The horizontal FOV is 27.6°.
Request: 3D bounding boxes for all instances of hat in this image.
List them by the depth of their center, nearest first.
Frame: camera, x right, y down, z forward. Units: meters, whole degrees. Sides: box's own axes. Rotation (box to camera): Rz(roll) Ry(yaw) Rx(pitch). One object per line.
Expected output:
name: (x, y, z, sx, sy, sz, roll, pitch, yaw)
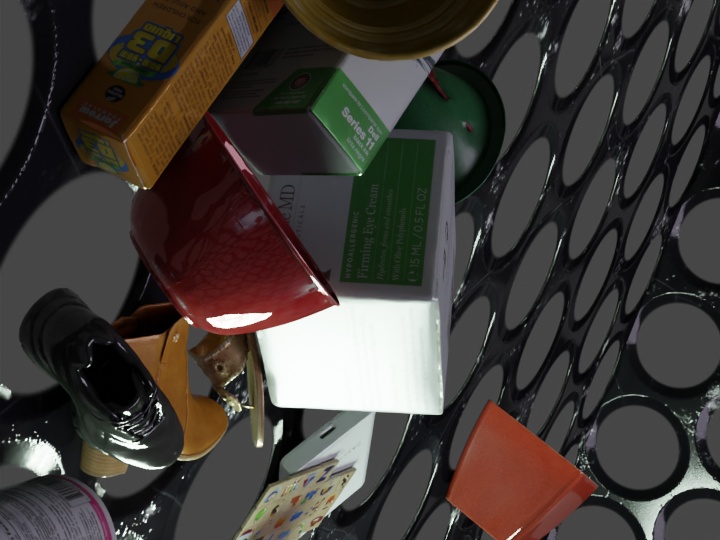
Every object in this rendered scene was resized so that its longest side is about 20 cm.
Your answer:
hat: (0.032, -0.178, 1.436, 0.165, 0.201, 0.176, -31, 146, 13)

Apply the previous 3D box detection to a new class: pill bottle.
pill bottle: (-0.281, 0.226, 1.103, 0.200, 0.113, 0.114, -7, 119, -65)

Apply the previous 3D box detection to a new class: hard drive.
hard drive: (-0.042, 0.238, 1.730, 0.132, 0.027, 0.201, -36, 156, -24)

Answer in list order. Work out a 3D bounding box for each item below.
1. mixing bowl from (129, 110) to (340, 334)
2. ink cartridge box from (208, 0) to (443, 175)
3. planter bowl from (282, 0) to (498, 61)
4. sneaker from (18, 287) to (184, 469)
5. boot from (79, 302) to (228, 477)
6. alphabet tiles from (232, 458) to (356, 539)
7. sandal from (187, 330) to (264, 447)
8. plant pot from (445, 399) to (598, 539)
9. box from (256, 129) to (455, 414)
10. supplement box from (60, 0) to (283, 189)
mixing bowl: (-0.115, -0.024, 1.180, 0.108, 0.201, 0.200, -34, 156, 0)
ink cartridge box: (-0.016, -0.181, 1.248, 0.083, 0.146, 0.201, 48, 63, -32)
planter bowl: (0.016, -0.259, 1.139, 0.202, 0.199, 0.083, -65, -172, -3)
sneaker: (-0.191, 0.102, 1.158, 0.076, 0.090, 0.200, -49, 136, -15)
boot: (-0.167, 0.095, 1.300, 0.201, 0.070, 0.145, -15, 127, -59)
alphabet tiles: (-0.084, 0.283, 1.687, 0.199, 0.008, 0.168, -11, 139, -57)
sandal: (-0.130, 0.064, 1.386, 0.078, 0.069, 0.214, -129, -142, -70)
plant pot: (0.256, 0.358, 2.455, 0.177, 0.200, 0.200, -52, 158, -2)
box: (0.000, 0.000, 1.379, 0.201, 0.170, 0.200, 83, 12, -53)
supplement box: (-0.138, -0.162, 1.104, 0.201, 0.066, 0.069, -59, 158, -21)
